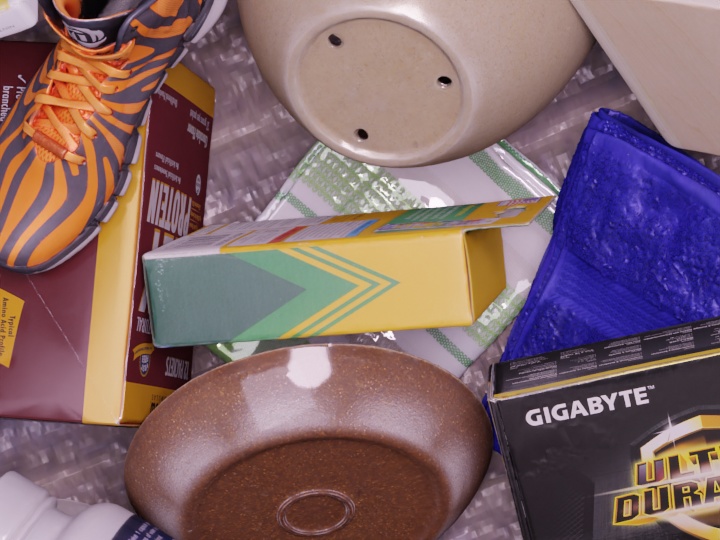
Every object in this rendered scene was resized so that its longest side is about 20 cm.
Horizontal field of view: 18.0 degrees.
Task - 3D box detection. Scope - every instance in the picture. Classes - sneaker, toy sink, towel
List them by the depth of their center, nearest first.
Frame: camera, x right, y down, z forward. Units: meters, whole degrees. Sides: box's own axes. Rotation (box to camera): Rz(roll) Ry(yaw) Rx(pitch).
[{"bbox_3d":[-0.139,-0.095,1.099,0.077,0.112,0.201,27,89,11],"label":"sneaker"},{"bbox_3d":[0.211,-0.169,1.103,0.112,0.130,0.201,14,65,43],"label":"toy sink"},{"bbox_3d":[0.139,0.034,1.180,0.147,0.049,0.201,35,117,36],"label":"towel"},{"bbox_3d":[0.011,-0.001,1.256,0.149,0.031,0.200,42,101,6],"label":"towel"}]

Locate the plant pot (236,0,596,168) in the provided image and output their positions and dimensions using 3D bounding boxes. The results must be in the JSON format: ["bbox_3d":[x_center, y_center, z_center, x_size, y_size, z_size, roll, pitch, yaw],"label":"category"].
[{"bbox_3d":[0.023,-0.128,1.114,0.199,0.135,0.201,8,133,8],"label":"plant pot"}]

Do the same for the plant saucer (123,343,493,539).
[{"bbox_3d":[-0.025,0.116,1.201,0.199,0.201,0.037,-19,49,11],"label":"plant saucer"}]

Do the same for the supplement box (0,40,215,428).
[{"bbox_3d":[-0.196,-0.019,1.227,0.198,0.133,0.199,4,85,10],"label":"supplement box"}]

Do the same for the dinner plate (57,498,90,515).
[{"bbox_3d":[-0.196,0.213,1.258,0.199,0.024,0.201,-8,56,12],"label":"dinner plate"}]

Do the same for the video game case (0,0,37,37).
[{"bbox_3d":[-0.240,-0.175,1.107,0.181,0.023,0.201,-16,55,16],"label":"video game case"}]

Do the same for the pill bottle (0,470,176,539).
[{"bbox_3d":[-0.120,0.191,1.179,0.199,0.111,0.112,32,100,3],"label":"pill bottle"}]

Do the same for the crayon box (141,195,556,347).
[{"bbox_3d":[0.000,0.000,1.183,0.198,0.126,0.052,-5,97,12],"label":"crayon box"}]

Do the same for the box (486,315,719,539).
[{"bbox_3d":[0.176,0.106,1.129,0.198,0.049,0.161,-11,111,9],"label":"box"}]
